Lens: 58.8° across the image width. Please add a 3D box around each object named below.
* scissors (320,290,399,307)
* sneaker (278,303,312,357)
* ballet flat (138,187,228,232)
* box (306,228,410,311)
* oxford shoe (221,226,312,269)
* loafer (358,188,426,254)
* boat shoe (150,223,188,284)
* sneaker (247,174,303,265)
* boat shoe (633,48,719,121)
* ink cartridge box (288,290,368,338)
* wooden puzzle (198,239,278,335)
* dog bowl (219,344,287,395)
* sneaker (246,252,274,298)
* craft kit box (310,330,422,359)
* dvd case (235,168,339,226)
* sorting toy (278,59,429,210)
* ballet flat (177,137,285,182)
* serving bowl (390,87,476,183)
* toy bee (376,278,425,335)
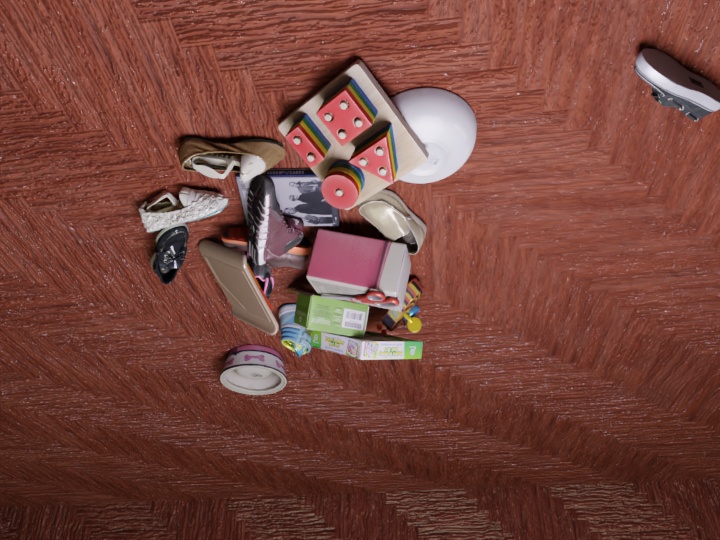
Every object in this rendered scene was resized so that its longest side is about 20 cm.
[{"bbox_3d":[-0.002,0.063,1.326,0.072,0.014,0.197,25,159,-36],"label":"scissors"},{"bbox_3d":[-0.112,0.154,1.611,0.193,0.134,0.080,-4,145,5],"label":"sneaker"},{"bbox_3d":[-0.358,-0.126,1.262,0.194,0.074,0.072,-14,144,19],"label":"ballet flat"},{"bbox_3d":[0.000,0.000,1.345,0.193,0.112,0.128,10,163,13],"label":"box"},{"bbox_3d":[-0.203,-0.041,1.362,0.193,0.072,0.074,10,121,-16],"label":"oxford shoe"},{"bbox_3d":[0.069,-0.098,1.302,0.075,0.070,0.197,-29,137,36],"label":"loafer"},{"bbox_3d":[-0.406,-0.030,1.374,0.073,0.068,0.199,-11,160,-39],"label":"boat shoe"},{"bbox_3d":[-0.161,-0.108,1.260,0.113,0.076,0.204,-15,140,-29],"label":"sneaker"},{"bbox_3d":[0.505,-0.291,1.030,0.195,0.071,0.057,15,144,-25],"label":"boat shoe"},{"bbox_3d":[-0.086,0.099,1.494,0.143,0.079,0.199,12,177,-24],"label":"ink cartridge box"},{"bbox_3d":[-0.262,0.032,1.396,0.182,0.037,0.205,18,136,44],"label":"wooden puzzle"},{"bbox_3d":[-0.308,0.287,1.855,0.193,0.076,0.203,-1,145,-1],"label":"dog bowl"},{"bbox_3d":[-0.235,0.034,1.468,0.076,0.098,0.202,2,147,-7],"label":"sneaker"},{"bbox_3d":[0.014,0.175,1.515,0.196,0.050,0.194,6,-178,-41],"label":"craft kit box"},{"bbox_3d":[-0.140,-0.143,1.275,0.192,0.025,0.152,0,146,0],"label":"dvd case"},{"bbox_3d":[-0.020,-0.206,1.078,0.197,0.070,0.200,-26,116,35],"label":"sorting toy"},{"bbox_3d":[-0.233,-0.196,1.152,0.193,0.074,0.069,4,146,-7],"label":"ballet flat"},{"bbox_3d":[0.111,-0.220,1.128,0.193,0.068,0.202,-1,146,-1],"label":"serving bowl"},{"bbox_3d":[0.094,0.111,1.555,0.129,0.108,0.204,32,143,33],"label":"toy bee"}]
